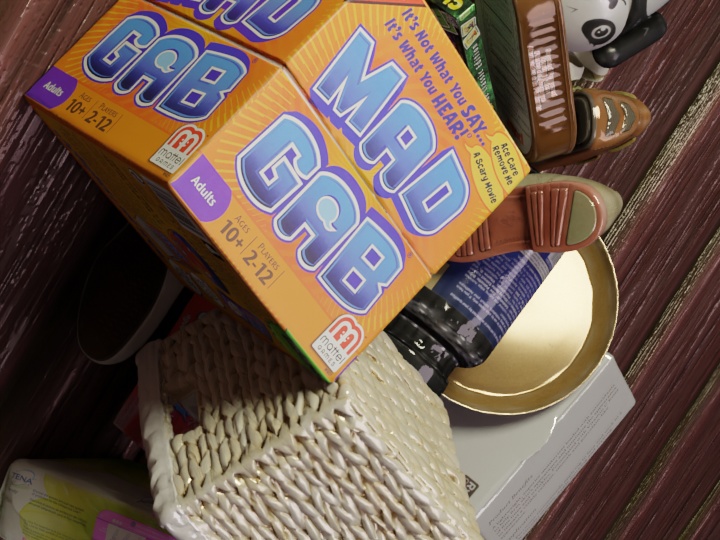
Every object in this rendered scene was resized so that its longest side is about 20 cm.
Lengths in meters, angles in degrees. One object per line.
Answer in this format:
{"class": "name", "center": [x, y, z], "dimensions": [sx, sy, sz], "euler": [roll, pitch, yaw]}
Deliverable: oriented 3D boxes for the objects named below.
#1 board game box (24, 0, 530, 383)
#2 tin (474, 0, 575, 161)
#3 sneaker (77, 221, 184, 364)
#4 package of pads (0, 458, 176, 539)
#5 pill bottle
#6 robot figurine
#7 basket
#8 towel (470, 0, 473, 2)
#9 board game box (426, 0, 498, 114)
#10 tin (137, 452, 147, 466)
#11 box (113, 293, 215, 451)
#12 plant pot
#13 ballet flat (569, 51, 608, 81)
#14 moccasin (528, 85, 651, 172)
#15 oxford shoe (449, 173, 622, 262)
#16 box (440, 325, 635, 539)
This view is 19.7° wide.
{"class": "board game box", "center": [-0.054, -0.090, 1.361], "dimensions": [0.200, 0.200, 0.200], "euler": [-47, 129, -11]}
{"class": "tin", "center": [0.124, -0.177, 1.607], "dimensions": [0.042, 0.112, 0.201], "euler": [-16, 126, -6]}
{"class": "sneaker", "center": [-0.132, -0.015, 1.519], "dimensions": [0.085, 0.073, 0.201], "euler": [17, 106, -57]}
{"class": "package of pads", "center": [-0.161, 0.200, 1.581], "dimensions": [0.154, 0.199, 0.069], "euler": [9, 97, -57]}
{"class": "pill bottle", "center": [0.084, 0.008, 1.715], "dimensions": [0.200, 0.112, 0.112], "euler": [-53, 152, -10]}
{"class": "robot figurine", "center": [0.207, -0.260, 1.683], "dimensions": [0.200, 0.151, 0.125], "euler": [-36, 175, -30]}
{"class": "basket", "center": [-0.035, 0.132, 1.452], "dimensions": [0.160, 0.199, 0.200], "euler": [-32, 123, 11]}
{"class": "towel", "center": [0.086, -0.276, 1.606], "dimensions": [0.086, 0.018, 0.201], "euler": [-28, 142, -39]}
{"class": "board game box", "center": [0.060, -0.163, 1.603], "dimensions": [0.023, 0.105, 0.200], "euler": [-40, 148, -13]}
{"class": "tin", "center": [-0.116, 0.147, 1.758], "dimensions": [0.200, 0.042, 0.112], "euler": [-40, 153, -22]}
{"class": "box", "center": [-0.088, 0.062, 1.596], "dimensions": [0.200, 0.095, 0.103], "euler": [-56, 169, 24]}
{"class": "plant pot", "center": [0.122, 0.025, 1.787], "dimensions": [0.200, 0.200, 0.027], "euler": [-47, 178, -10]}
{"class": "ballet flat", "center": [0.170, -0.185, 1.771], "dimensions": [0.199, 0.071, 0.069], "euler": [-23, 135, -43]}
{"class": "moccasin", "center": [0.167, -0.120, 1.738], "dimensions": [0.077, 0.201, 0.074], "euler": [-2, 83, -29]}
{"class": "oxford shoe", "center": [0.111, -0.045, 1.641], "dimensions": [0.074, 0.199, 0.071], "euler": [-19, 113, -59]}
{"class": "box", "center": [0.106, 0.117, 1.879], "dimensions": [0.199, 0.200, 0.131], "euler": [-49, 152, -6]}
